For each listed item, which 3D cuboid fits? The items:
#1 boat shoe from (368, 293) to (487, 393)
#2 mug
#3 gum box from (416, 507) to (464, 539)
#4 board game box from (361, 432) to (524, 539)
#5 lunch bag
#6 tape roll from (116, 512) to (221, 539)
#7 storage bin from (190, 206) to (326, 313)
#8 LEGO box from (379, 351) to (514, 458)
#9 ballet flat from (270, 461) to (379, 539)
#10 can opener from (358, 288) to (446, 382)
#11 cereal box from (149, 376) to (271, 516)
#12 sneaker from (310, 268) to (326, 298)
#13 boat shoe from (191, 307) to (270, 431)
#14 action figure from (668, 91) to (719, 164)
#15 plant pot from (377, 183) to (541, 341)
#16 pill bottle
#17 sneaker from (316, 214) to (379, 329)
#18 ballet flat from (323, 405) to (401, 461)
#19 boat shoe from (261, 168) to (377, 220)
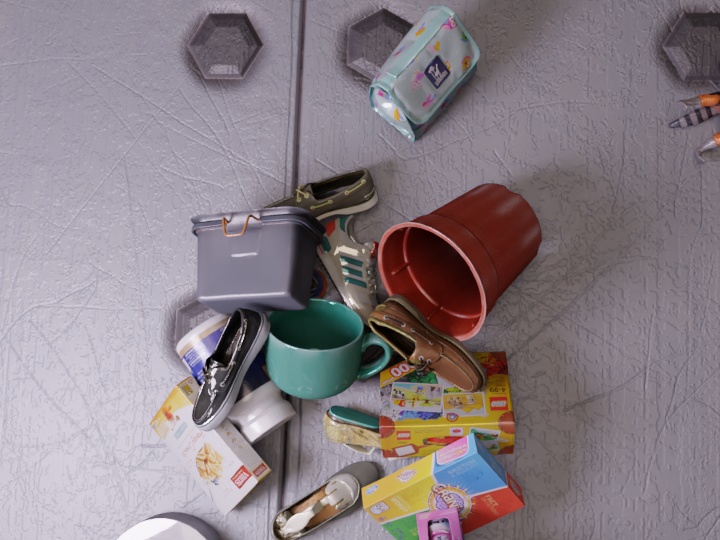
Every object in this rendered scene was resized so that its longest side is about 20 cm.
[{"bbox_3d":[0.096,0.124,1.375,0.200,0.072,0.068,38,48,17],"label":"boat shoe"},{"bbox_3d":[-0.061,0.136,1.422,0.185,0.152,0.115,25,125,31],"label":"mug"},{"bbox_3d":[0.134,0.463,1.362,0.066,0.114,0.200,-11,115,3],"label":"gum box"},{"bbox_3d":[0.126,0.345,1.391,0.200,0.040,0.153,-31,122,17],"label":"board game box"},{"bbox_3d":[0.098,-0.315,1.453,0.122,0.200,0.170,41,88,9],"label":"lunch bag"},{"bbox_3d":[-0.312,0.496,1.472,0.200,0.066,0.201,-1,83,6],"label":"tape roll"},{"bbox_3d":[-0.164,-0.012,1.404,0.200,0.146,0.135,-4,70,17],"label":"storage bin"},{"bbox_3d":[0.131,0.207,1.415,0.200,0.077,0.149,-3,41,4],"label":"LEGO box"},{"bbox_3d":[-0.057,0.376,1.460,0.200,0.064,0.067,-33,82,1],"label":"ballet flat"},{"bbox_3d":[0.066,0.104,1.491,0.200,0.067,0.053,-40,85,13],"label":"can opener"},{"bbox_3d":[-0.243,0.283,1.459,0.200,0.040,0.144,48,134,9],"label":"cereal box"},{"bbox_3d":[-0.156,0.003,1.504,0.200,0.078,0.075,8,84,6],"label":"sneaker"},{"bbox_3d":[-0.208,0.146,1.374,0.069,0.057,0.200,28,90,48],"label":"boat shoe"},{"bbox_3d":[0.588,-0.295,1.455,0.193,0.105,0.200,-33,106,-4],"label":"action figure"},{"bbox_3d":[0.165,-0.027,1.399,0.201,0.201,0.195,48,54,8],"label":"plant pot"},{"bbox_3d":[-0.198,0.174,1.471,0.116,0.116,0.200,-35,82,1],"label":"pill bottle"},{"bbox_3d":[0.000,0.000,1.492,0.093,0.070,0.200,-32,79,7],"label":"sneaker"},{"bbox_3d":[0.035,0.271,1.468,0.200,0.071,0.071,13,85,7],"label":"ballet flat"},{"bbox_3d":[-0.074,-0.118,1.505,0.201,0.072,0.060,-15,127,0],"label":"boat shoe"}]
